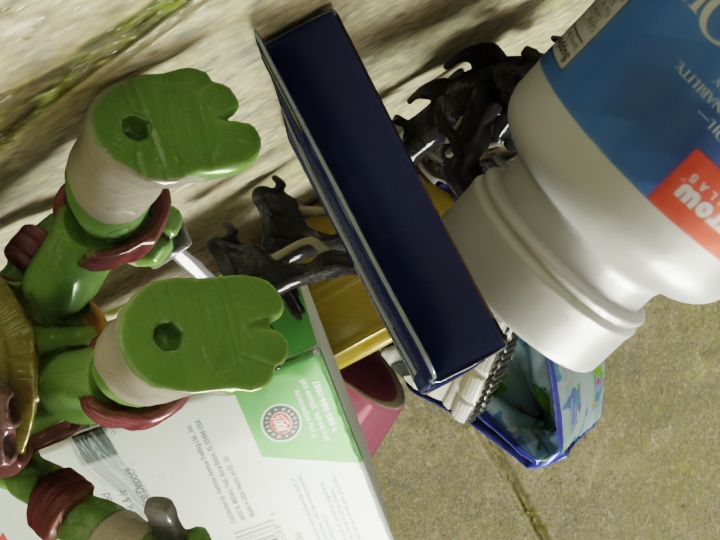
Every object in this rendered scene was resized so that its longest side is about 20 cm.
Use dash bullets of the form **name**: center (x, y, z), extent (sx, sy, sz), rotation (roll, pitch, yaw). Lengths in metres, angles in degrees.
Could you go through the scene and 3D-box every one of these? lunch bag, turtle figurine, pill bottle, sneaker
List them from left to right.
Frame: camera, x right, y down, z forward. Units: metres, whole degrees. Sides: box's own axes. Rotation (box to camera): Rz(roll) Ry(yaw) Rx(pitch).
- **turtle figurine**: center (-0.064, 0.027, 0.589), extent (0.194, 0.200, 0.144), rotation (-42, -160, 55)
- **sneaker**: center (0.076, -0.007, 1.107), extent (0.201, 0.080, 0.074), rotation (-66, 165, 10)
- **lunch bag**: center (0.100, 0.032, 1.228), extent (0.127, 0.200, 0.170), rotation (-30, 176, 20)
- **pill bottle**: center (0.125, -0.059, 0.640), extent (0.200, 0.112, 0.112), rotation (-47, 169, 18)

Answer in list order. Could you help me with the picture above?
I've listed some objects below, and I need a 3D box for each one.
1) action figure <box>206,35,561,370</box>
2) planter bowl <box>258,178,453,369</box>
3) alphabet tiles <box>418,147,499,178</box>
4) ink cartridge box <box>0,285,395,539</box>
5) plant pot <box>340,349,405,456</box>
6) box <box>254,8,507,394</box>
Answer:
- **action figure**: center (0.039, -0.033, 0.767), extent (0.200, 0.102, 0.119), rotation (-30, -171, 18)
- **planter bowl**: center (0.000, 0.000, 0.999), extent (0.200, 0.084, 0.200), rotation (-28, 176, -2)
- **alphabet tiles**: center (0.121, -0.107, 1.027), extent (0.167, 0.008, 0.200), rotation (-25, 174, -41)
- **ink cartridge box**: center (-0.099, 0.099, 0.872), extent (0.199, 0.147, 0.083), rotation (-19, -143, 1)
- **plant pot**: center (-0.076, 0.107, 1.173), extent (0.179, 0.200, 0.200), rotation (-46, 171, 14)
- **box**: center (0.008, -0.017, 0.616), extent (0.032, 0.121, 0.200), rotation (-27, 176, 0)
